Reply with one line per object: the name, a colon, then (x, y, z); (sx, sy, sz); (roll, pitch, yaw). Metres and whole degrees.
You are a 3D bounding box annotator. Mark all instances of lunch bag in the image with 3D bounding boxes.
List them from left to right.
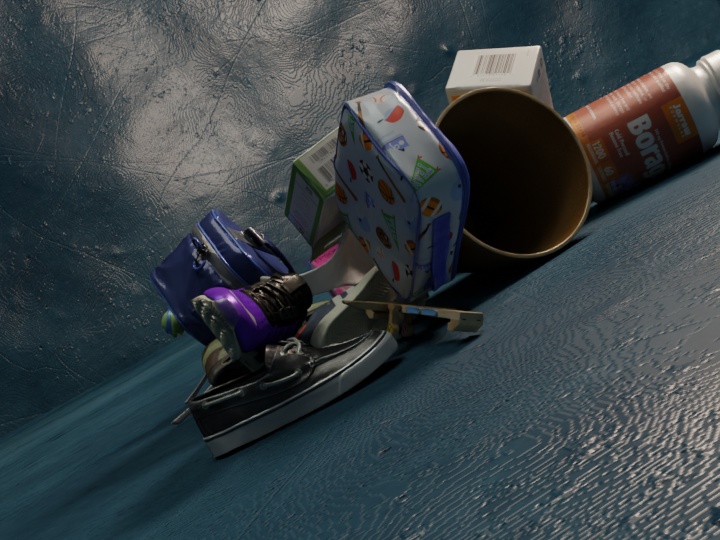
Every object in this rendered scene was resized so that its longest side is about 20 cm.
lunch bag: (-0.142, 0.021, 1.163); (0.132, 0.200, 0.136); (-44, 49, 1)
lunch bag: (0.042, -0.068, 0.952); (0.075, 0.161, 0.201); (-28, -30, -17)

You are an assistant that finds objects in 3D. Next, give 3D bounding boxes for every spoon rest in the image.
spoon rest: (-0.017, -0.010, 1.113); (0.199, 0.100, 0.060); (-28, 18, -34)

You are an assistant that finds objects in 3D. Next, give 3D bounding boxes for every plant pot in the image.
plant pot: (0.125, -0.073, 1.092); (0.185, 0.187, 0.200); (-30, -6, -25)

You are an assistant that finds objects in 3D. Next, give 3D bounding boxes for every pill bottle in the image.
pill bottle: (0.340, -0.170, 1.141); (0.199, 0.113, 0.112); (-27, 4, 13)

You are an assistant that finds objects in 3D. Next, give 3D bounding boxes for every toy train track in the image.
toy train track: (0.053, 0.049, 0.909); (0.113, 0.033, 0.200); (5, -2, -23)

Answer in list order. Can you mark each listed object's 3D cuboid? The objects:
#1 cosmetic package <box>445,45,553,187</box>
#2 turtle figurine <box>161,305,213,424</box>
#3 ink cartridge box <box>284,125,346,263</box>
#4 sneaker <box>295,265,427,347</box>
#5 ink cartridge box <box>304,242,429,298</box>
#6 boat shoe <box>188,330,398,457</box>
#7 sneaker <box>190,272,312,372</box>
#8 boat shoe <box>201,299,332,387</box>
cosmetic package: (0.173, -0.159, 1.150); (0.100, 0.201, 0.072); (2, 51, 24)
turtle figurine: (-0.165, 0.110, 1.330); (0.192, 0.202, 0.144); (-8, -20, -4)
ink cartridge box: (-0.029, -0.091, 1.127); (0.104, 0.059, 0.200); (-38, -10, -18)
sneaker: (-0.007, 0.047, 1.047); (0.084, 0.076, 0.199); (-17, 11, 43)
ink cartridge box: (0.000, 0.000, 1.228); (0.094, 0.037, 0.200); (-29, 33, -10)
boat shoe: (-0.063, 0.095, 0.897); (0.199, 0.068, 0.072); (-28, 4, 6)
sneaker: (-0.095, 0.035, 0.939); (0.099, 0.070, 0.200); (-38, -10, -5)
boat shoe: (-0.075, 0.091, 1.084); (0.198, 0.074, 0.065); (-20, 31, -5)
